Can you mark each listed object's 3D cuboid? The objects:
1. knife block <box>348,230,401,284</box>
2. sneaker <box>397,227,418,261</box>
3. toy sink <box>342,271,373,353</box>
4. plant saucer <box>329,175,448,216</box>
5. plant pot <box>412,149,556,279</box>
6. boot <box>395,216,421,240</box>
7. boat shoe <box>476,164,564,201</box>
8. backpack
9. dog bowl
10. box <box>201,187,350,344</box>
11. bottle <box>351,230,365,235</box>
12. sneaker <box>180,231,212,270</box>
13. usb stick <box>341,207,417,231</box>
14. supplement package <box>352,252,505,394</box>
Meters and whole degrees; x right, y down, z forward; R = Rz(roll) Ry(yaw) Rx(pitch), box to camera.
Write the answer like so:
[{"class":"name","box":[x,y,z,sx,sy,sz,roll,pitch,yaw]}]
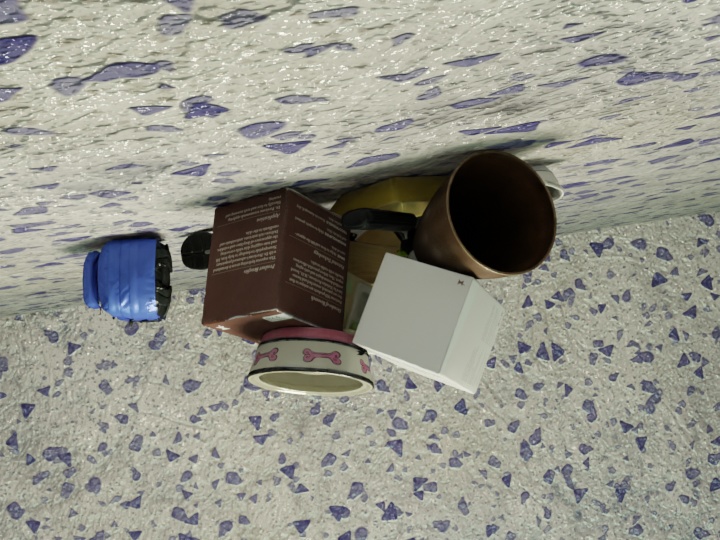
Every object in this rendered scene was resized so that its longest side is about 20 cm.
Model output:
[{"class":"knife block","box":[0.000,0.000,1.488,0.175,0.200,0.064,-38,179,-5]},{"class":"sneaker","box":[0.125,-0.061,1.454,0.200,0.083,0.072,-40,161,-54]},{"class":"toy sink","box":[-0.039,0.067,1.437,0.199,0.113,0.130,4,165,40]},{"class":"plant saucer","box":[0.066,-0.121,1.422,0.199,0.049,0.200,-5,176,-39]},{"class":"plant pot","box":[0.167,-0.060,1.293,0.186,0.188,0.200,-7,169,-25]},{"class":"boot","box":[0.126,-0.091,1.582,0.131,0.070,0.200,-30,-178,-18]},{"class":"boat shoe","box":[0.269,-0.135,1.402,0.199,0.065,0.074,-16,143,-37]},{"class":"backpack","box":[-0.436,0.024,1.581,0.167,0.164,0.200,-5,177,-13]},{"class":"dog bowl","box":[-0.076,0.145,1.327,0.199,0.074,0.200,3,162,1]},{"class":"box","box":[-0.131,0.001,1.340,0.165,0.201,0.164,-10,157,35]},{"class":"bottle","box":[-0.036,-0.078,1.678,0.199,0.066,0.084,-8,-159,-16]},{"class":"sneaker","box":[-0.250,-0.045,1.643,0.200,0.076,0.115,-14,173,32]},{"class":"usb stick","box":[0.033,-0.079,1.350,0.055,0.033,0.200,-11,177,26]},{"class":"supplement package","box":[0.113,0.085,1.317,0.150,0.152,0.200,17,172,27]}]
